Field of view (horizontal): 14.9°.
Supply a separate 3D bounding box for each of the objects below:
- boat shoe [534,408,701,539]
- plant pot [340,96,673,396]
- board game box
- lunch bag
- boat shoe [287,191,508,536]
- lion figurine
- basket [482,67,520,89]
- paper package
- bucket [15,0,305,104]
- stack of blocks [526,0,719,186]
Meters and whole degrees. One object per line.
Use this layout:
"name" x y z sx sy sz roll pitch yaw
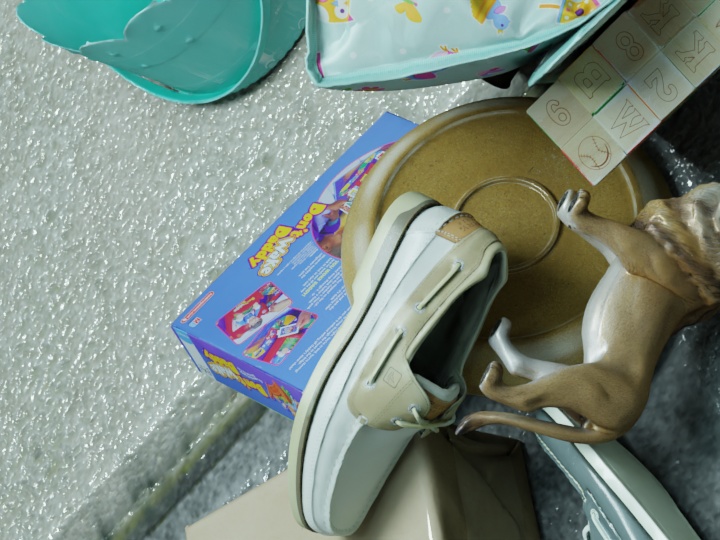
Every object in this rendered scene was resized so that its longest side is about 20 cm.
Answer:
"boat shoe" 0.146 0.149 1.520 0.062 0.073 0.200 -49 52 13
"plant pot" 0.085 -0.022 1.597 0.199 0.028 0.201 -4 59 7
"board game box" 0.000 0.000 1.670 0.200 0.045 0.134 -45 40 -19
"lunch bag" 0.075 -0.161 1.530 0.199 0.170 0.123 -7 93 10
"boat shoe" 0.020 0.061 1.527 0.068 0.075 0.201 25 102 29
"lion figurine" 0.146 0.030 1.520 0.201 0.122 0.072 -60 6 -7
"basket" 0.099 -0.240 1.675 0.200 0.136 0.181 -47 47 15
"paper package" 0.005 0.203 1.612 0.200 0.103 0.192 -31 55 33
"bucket" -0.128 -0.220 1.879 0.207 0.134 0.208 -19 61 39
"stack of blocks" 0.194 -0.145 1.535 0.059 0.115 0.200 47 120 2
